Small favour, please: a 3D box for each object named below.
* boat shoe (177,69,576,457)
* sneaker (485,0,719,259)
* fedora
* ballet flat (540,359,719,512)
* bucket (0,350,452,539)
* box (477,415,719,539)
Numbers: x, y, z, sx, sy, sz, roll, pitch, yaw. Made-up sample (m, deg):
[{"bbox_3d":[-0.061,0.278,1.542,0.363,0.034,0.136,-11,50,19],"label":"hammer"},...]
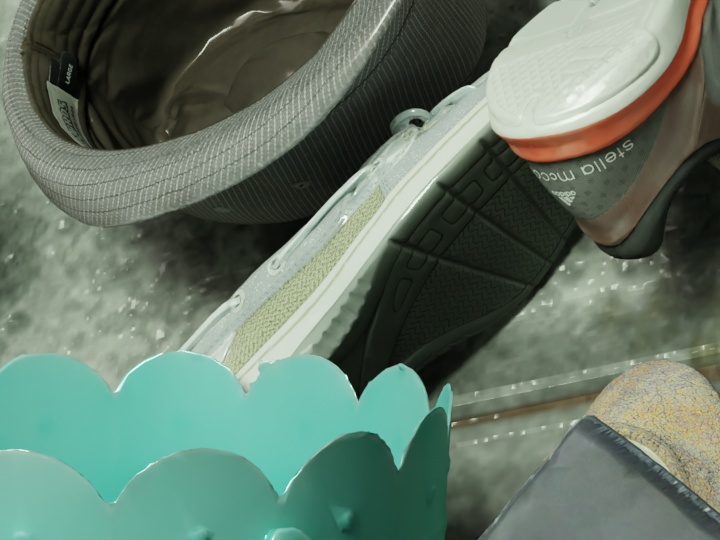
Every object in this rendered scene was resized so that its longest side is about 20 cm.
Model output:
[{"bbox_3d":[0.000,0.001,0.832,0.202,0.074,0.065,-50,49,8],"label":"boat shoe"},{"bbox_3d":[0.114,-0.079,0.809,0.077,0.082,0.200,3,41,49],"label":"sneaker"},{"bbox_3d":[-0.028,-0.082,0.882,0.200,0.090,0.177,-26,48,27],"label":"fedora"},{"bbox_3d":[0.067,0.105,0.719,0.068,0.067,0.200,-8,57,31],"label":"ballet flat"},{"bbox_3d":[-0.068,0.099,0.707,0.207,0.207,0.135,4,97,37],"label":"bucket"},{"bbox_3d":[0.065,0.175,0.585,0.200,0.197,0.117,-50,47,-2],"label":"box"}]
